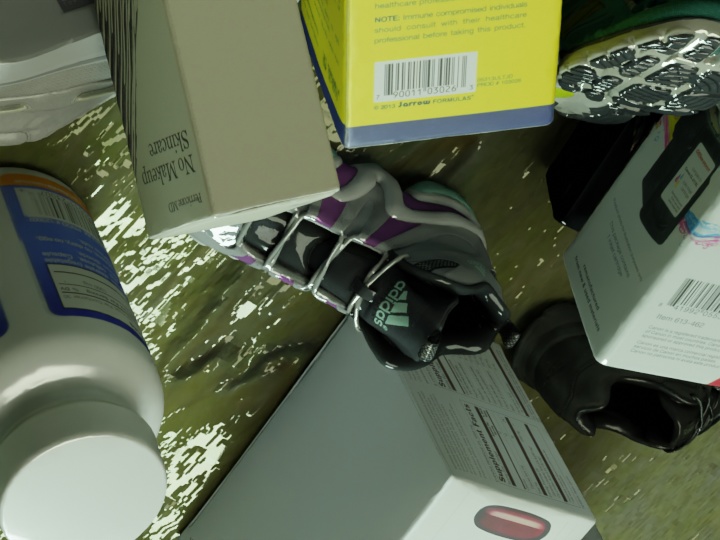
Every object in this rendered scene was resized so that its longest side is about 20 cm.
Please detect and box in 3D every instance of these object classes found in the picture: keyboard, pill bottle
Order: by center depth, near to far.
[{"bbox_3d":[-0.161,0.048,1.272,0.112,0.200,0.112,-12,132,-14],"label":"pill bottle"},{"bbox_3d":[0.166,-0.099,1.363,0.040,0.104,0.200,25,117,-14],"label":"keyboard"}]

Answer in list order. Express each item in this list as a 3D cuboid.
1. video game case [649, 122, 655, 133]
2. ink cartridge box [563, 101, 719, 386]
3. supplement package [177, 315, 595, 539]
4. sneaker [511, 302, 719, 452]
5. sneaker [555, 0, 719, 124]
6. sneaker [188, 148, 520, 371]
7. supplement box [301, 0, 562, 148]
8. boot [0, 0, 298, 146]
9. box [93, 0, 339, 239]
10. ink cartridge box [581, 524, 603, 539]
[{"bbox_3d":[0.242,-0.019,1.420,0.023,0.200,0.183,-43,162,-52],"label":"video game case"},{"bbox_3d":[0.219,-0.034,1.317,0.145,0.083,0.200,12,132,-26],"label":"ink cartridge box"},{"bbox_3d":[0.010,0.148,1.465,0.111,0.156,0.200,20,118,-35],"label":"supplement package"},{"bbox_3d":[0.190,0.069,1.528,0.199,0.091,0.076,-3,127,-24],"label":"sneaker"},{"bbox_3d":[0.130,-0.121,1.280,0.077,0.200,0.080,13,87,-20],"label":"sneaker"},{"bbox_3d":[0.000,0.000,1.346,0.199,0.140,0.078,9,124,-31],"label":"sneaker"},{"bbox_3d":[0.034,-0.174,1.231,0.109,0.109,0.200,-7,131,-10],"label":"supplement box"},{"bbox_3d":[-0.126,-0.116,1.253,0.200,0.074,0.096,-14,161,-28],"label":"boot"},{"bbox_3d":[-0.076,-0.120,1.173,0.068,0.082,0.201,-12,88,-28],"label":"box"},{"bbox_3d":[0.101,0.217,1.532,0.084,0.200,0.146,-9,130,-17],"label":"ink cartridge box"}]
